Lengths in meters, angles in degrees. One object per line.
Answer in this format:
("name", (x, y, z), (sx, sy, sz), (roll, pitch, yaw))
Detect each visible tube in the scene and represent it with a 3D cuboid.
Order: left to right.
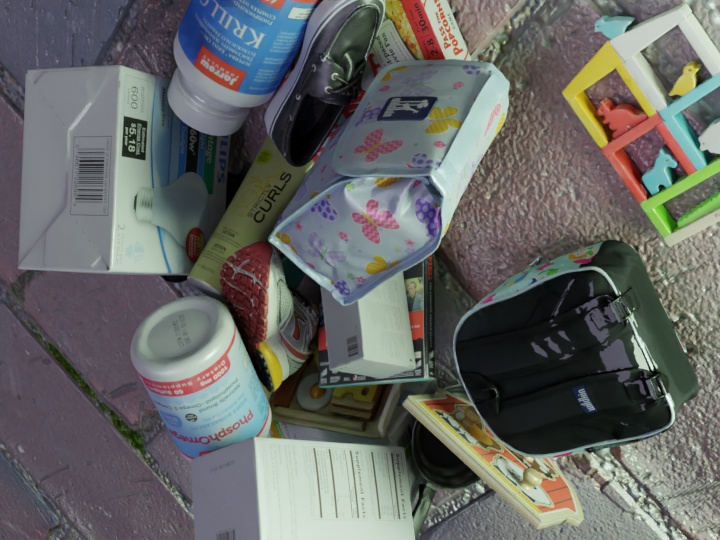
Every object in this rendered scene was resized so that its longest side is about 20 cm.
("tube", (-0.112, -0.063, 1.108), (0.058, 0.201, 0.052), (35, 163, -16))

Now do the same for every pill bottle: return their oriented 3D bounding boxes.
("pill bottle", (-0.155, 0.133, 1.089), (0.108, 0.109, 0.202), (10, 136, 31))
("pill bottle", (-0.109, -0.225, 0.983), (0.112, 0.112, 0.201), (41, 129, 8))

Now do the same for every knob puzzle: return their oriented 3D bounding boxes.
("knob puzzle", (0.152, 0.178, 1.060), (0.219, 0.219, 0.031), (37, 102, 12))

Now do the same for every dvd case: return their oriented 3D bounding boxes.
("dvd case", (0.015, 0.016, 1.085), (0.145, 0.022, 0.203), (-11, 75, 39))

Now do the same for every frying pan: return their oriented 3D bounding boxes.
("frying pan", (0.098, 0.218, 1.146), (0.031, 0.114, 0.193), (-167, 86, -65))

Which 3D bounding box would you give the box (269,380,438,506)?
("box", (-0.011, 0.182, 1.215), (0.198, 0.113, 0.102), (4, 123, 33))

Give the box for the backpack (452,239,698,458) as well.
("backpack", (0.193, 0.075, 0.979), (0.199, 0.150, 0.179), (-26, 94, 34))

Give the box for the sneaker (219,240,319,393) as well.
("sneaker", (-0.088, 0.036, 1.074), (0.078, 0.082, 0.201), (42, 154, 28))

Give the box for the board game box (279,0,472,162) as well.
("board game box", (0.006, -0.202, 1.020), (0.198, 0.046, 0.153), (-15, 106, 41))

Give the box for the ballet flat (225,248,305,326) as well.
("ballet flat", (-0.122, 0.033, 1.150), (0.072, 0.067, 0.201), (46, 121, 34))

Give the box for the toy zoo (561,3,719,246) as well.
("toy zoo", (0.261, -0.132, 0.895), (0.131, 0.020, 0.201), (-34, 94, 43))

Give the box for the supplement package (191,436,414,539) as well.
("supplement package", (-0.055, 0.236, 1.050), (0.113, 0.198, 0.111), (-26, 62, 43))

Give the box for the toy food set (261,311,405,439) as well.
("toy food set", (-0.031, 0.097, 1.154), (0.198, 0.145, 0.061), (4, 149, 35))

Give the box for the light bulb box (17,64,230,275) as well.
("light bulb box", (-0.238, -0.095, 1.089), (0.123, 0.199, 0.201), (3, 91, 26))

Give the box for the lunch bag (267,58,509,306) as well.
("lunch bag", (0.032, -0.091, 0.921), (0.127, 0.170, 0.199), (42, 141, -16))

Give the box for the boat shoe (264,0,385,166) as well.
("boat shoe", (-0.029, -0.173, 0.965), (0.200, 0.069, 0.067), (-49, 54, 39))

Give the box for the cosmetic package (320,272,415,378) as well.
("cosmetic package", (0.000, 0.000, 1.034), (0.050, 0.082, 0.203), (-22, 66, 37))

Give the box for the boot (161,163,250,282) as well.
("boot", (-0.154, -0.035, 1.221), (0.161, 0.073, 0.200), (31, 126, 18))
